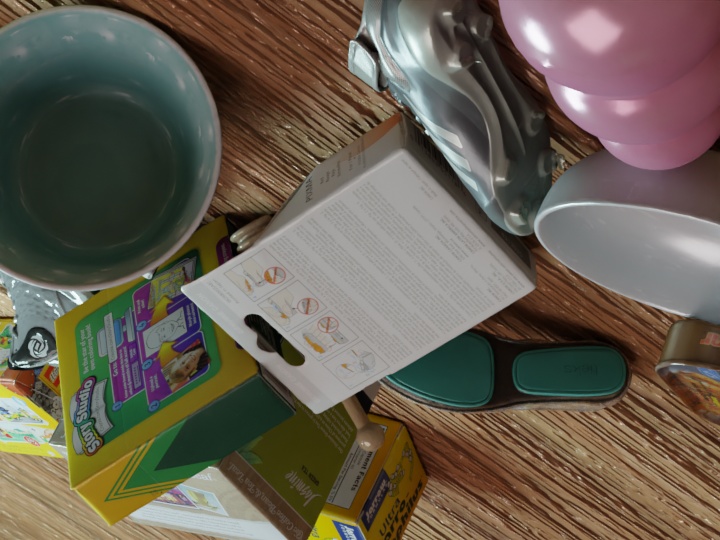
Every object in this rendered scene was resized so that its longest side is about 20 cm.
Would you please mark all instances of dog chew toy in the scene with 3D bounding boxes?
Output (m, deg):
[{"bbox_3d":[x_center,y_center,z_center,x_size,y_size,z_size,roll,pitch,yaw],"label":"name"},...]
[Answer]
[{"bbox_3d":[0.146,-0.125,0.985,0.124,0.125,0.200,12,155,28],"label":"dog chew toy"}]

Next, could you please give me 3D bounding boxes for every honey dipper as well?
[{"bbox_3d":[-0.036,0.051,1.446,0.201,0.038,0.038,59,152,5],"label":"honey dipper"}]

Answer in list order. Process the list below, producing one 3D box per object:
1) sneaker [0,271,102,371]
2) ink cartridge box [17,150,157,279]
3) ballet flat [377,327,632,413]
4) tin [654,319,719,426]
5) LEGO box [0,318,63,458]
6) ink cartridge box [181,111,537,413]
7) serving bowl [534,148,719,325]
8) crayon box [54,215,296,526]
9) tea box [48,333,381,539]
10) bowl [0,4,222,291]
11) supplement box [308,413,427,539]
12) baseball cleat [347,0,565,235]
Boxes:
[{"bbox_3d":[-0.294,0.023,1.602,0.200,0.116,0.075,33,-163,34],"label":"sneaker"},{"bbox_3d":[-0.219,-0.085,1.405,0.200,0.095,0.037,32,168,-5],"label":"ink cartridge box"},{"bbox_3d":[0.103,0.081,1.409,0.199,0.068,0.067,7,166,0],"label":"ballet flat"},{"bbox_3d":[0.271,0.079,1.270,0.112,0.042,0.200,17,169,27],"label":"tin"},{"bbox_3d":[-0.353,0.122,1.927,0.199,0.077,0.149,0,143,42],"label":"LEGO box"},{"bbox_3d":[0.000,0.000,1.315,0.200,0.050,0.162,-30,125,24],"label":"ink cartridge box"},{"bbox_3d":[0.209,-0.028,1.135,0.199,0.066,0.200,18,167,4],"label":"serving bowl"},{"bbox_3d":[-0.149,0.074,1.447,0.172,0.200,0.058,-32,128,12],"label":"crayon box"},{"bbox_3d":[-0.115,0.107,1.548,0.199,0.197,0.134,4,145,40],"label":"tea box"},{"bbox_3d":[-0.193,-0.078,1.329,0.200,0.202,0.105,25,172,4],"label":"bowl"},{"bbox_3d":[-0.055,0.190,1.739,0.199,0.109,0.110,14,150,25],"label":"supplement box"},{"bbox_3d":[0.057,-0.107,1.170,0.106,0.070,0.200,14,142,39],"label":"baseball cleat"}]
